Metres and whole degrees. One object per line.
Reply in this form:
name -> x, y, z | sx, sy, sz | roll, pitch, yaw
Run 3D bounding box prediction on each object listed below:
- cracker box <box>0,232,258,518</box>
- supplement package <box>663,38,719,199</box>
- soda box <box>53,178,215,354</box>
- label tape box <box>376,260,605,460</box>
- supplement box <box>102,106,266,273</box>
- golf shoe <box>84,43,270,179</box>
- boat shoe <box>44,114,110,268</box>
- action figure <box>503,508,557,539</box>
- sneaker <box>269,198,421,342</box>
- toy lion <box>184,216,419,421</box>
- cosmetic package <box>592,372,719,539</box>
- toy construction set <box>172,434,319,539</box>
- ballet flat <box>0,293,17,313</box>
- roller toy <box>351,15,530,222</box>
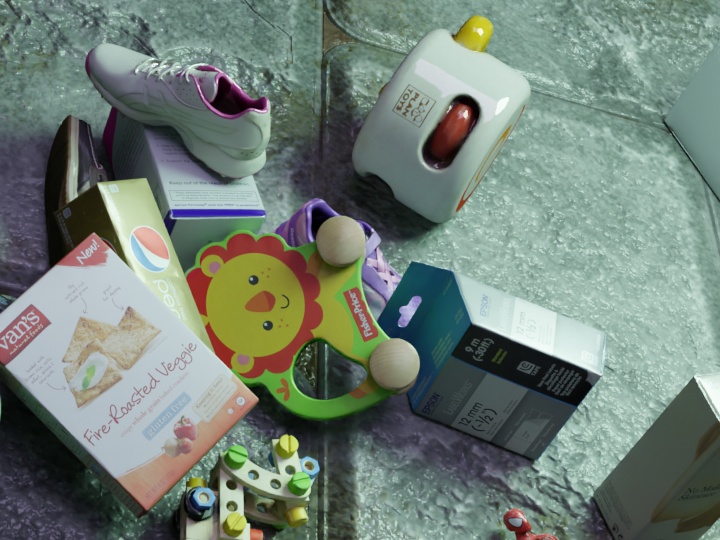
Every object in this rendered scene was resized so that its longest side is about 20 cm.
cracker box -> -0.203, 0.087, 1.286 | 0.200, 0.058, 0.134 | 45, 68, 1
supplement package -> 0.495, -0.169, 1.898 | 0.111, 0.156, 0.200 | -8, 55, -32
soda box -> -0.198, 0.022, 1.384 | 0.064, 0.068, 0.200 | -12, 76, -53
label tape box -> 0.112, 0.087, 1.479 | 0.200, 0.143, 0.066 | 21, 44, -9
supplement box -> -0.178, -0.095, 1.530 | 0.103, 0.101, 0.200 | -2, 52, -28
golf shoe -> -0.167, -0.171, 1.468 | 0.200, 0.092, 0.075 | 30, 45, 5
boat shoe -> -0.261, -0.058, 1.482 | 0.066, 0.072, 0.201 | 10, 52, -26
action figure -> 0.199, 0.294, 1.406 | 0.065, 0.052, 0.200 | -28, 64, -37
sneaker -> 0.000, 0.000, 1.543 | 0.200, 0.088, 0.080 | 36, 43, 6
toy lion -> -0.065, 0.051, 1.442 | 0.192, 0.069, 0.200 | -24, 81, -4
cosmetic package -> 0.316, 0.179, 1.456 | 0.105, 0.200, 0.071 | -4, 53, -29
toy construction set -> -0.087, 0.227, 1.297 | 0.131, 0.092, 0.200 | 11, 36, -18
ballet flat -> -0.271, 0.079, 1.349 | 0.200, 0.074, 0.074 | 48, 46, 6
roller toy -> 0.081, -0.159, 1.656 | 0.140, 0.200, 0.182 | 33, 50, 6
